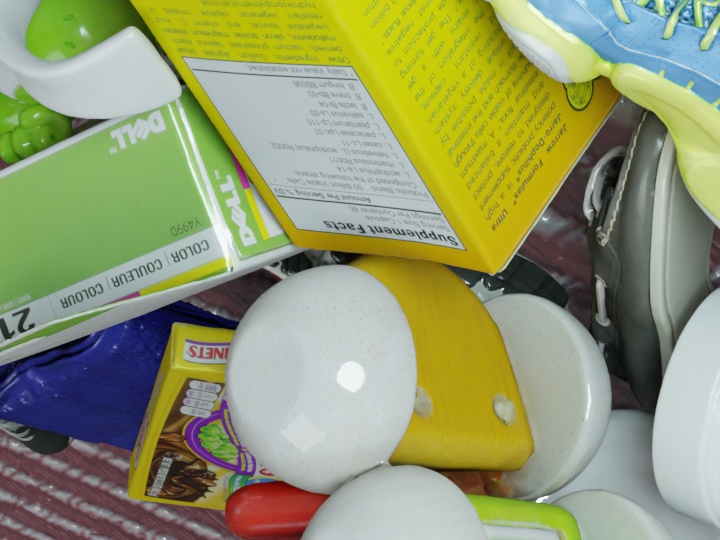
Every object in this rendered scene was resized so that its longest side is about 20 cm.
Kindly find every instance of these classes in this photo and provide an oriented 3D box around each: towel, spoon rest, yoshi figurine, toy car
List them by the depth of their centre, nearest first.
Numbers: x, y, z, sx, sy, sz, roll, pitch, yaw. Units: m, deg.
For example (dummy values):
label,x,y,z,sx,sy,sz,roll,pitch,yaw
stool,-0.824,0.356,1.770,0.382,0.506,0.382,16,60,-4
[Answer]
label,x,y,z,sx,sy,sz,roll,pitch,yaw
toy car,0.016,0.099,0.929,0.174,0.201,0.150,10,141,-47
spoon rest,-0.125,-0.132,0.931,0.099,0.060,0.201,54,-170,-49
yoshi figurine,-0.136,-0.100,1.048,0.199,0.112,0.113,-4,127,49
towel,-0.075,0.057,1.197,0.199,0.050,0.147,19,155,-30

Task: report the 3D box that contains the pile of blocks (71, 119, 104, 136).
label,x,y,z,sx,sy,sz,roll,pitch,yaw
pile of blocks,-0.117,-0.028,1.182,0.082,0.062,0.200,61,159,0

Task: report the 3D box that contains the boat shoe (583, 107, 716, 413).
label,x,y,z,sx,sy,sz,roll,pitch,yaw
boat shoe,0.106,-0.005,0.948,0.057,0.067,0.200,20,154,20

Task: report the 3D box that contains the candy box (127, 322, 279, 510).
label,x,y,z,sx,sy,sz,roll,pitch,yaw
candy box,-0.049,0.074,1.134,0.101,0.027,0.200,5,158,-9

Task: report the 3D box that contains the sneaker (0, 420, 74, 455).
label,x,y,z,sx,sy,sz,roll,pitch,yaw
sneaker,-0.233,0.077,1.444,0.075,0.116,0.201,24,151,23

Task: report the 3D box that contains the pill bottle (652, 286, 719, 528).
label,x,y,z,sx,sy,sz,roll,pitch,yaw
pill bottle,0.213,0.073,0.890,0.199,0.116,0.116,18,149,35

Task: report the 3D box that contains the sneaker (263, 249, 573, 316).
label,x,y,z,sx,sy,sz,roll,pitch,yaw
sneaker,0.000,0.000,1.082,0.200,0.077,0.085,37,159,-1

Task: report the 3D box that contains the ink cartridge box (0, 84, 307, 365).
label,x,y,z,sx,sy,sz,roll,pitch,yaw
ink cartridge box,-0.111,-0.014,0.950,0.147,0.200,0.076,-21,89,38

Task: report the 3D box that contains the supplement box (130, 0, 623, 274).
label,x,y,z,sx,sy,sz,roll,pitch,yaw
supplement box,-0.005,-0.109,0.863,0.108,0.110,0.200,9,142,44

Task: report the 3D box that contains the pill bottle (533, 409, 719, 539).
label,x,y,z,sx,sy,sz,roll,pitch,yaw
pill bottle,0.100,0.128,1.094,0.116,0.117,0.200,37,167,-1

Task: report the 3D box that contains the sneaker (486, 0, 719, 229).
label,x,y,z,sx,sy,sz,roll,pitch,yaw
sneaker,0.122,-0.087,0.803,0.200,0.076,0.105,40,143,-23
